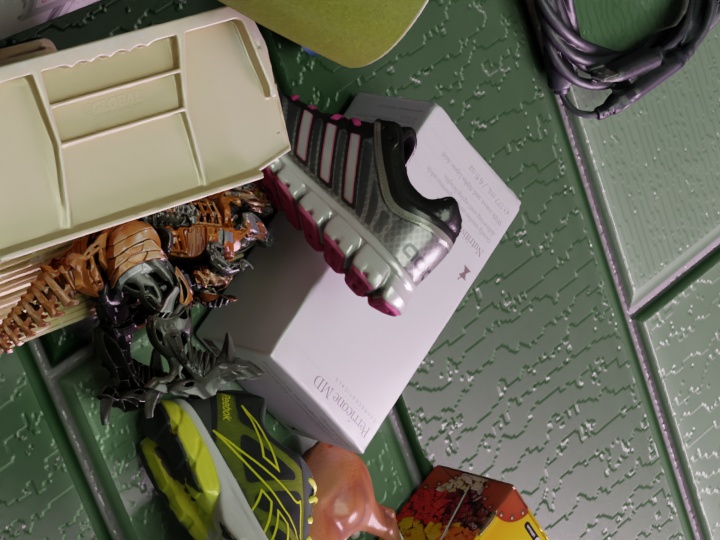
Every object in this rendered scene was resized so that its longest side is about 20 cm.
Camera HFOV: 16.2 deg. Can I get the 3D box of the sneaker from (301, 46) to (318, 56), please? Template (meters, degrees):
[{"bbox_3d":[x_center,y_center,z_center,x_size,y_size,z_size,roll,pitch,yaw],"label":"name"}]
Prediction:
[{"bbox_3d":[-0.016,-0.198,1.500,0.200,0.077,0.071,69,11,-60],"label":"sneaker"}]

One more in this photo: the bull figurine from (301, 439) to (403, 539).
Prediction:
[{"bbox_3d":[-0.052,0.198,1.590,0.200,0.065,0.122,-48,128,-22],"label":"bull figurine"}]

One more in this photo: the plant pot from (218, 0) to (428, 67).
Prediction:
[{"bbox_3d":[-0.066,-0.218,1.254,0.199,0.187,0.188,15,87,-23],"label":"plant pot"}]

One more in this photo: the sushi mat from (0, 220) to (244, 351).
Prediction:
[{"bbox_3d":[-0.156,-0.023,1.499,0.199,0.012,0.096,-22,112,-36],"label":"sushi mat"}]

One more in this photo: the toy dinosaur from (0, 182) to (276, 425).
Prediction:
[{"bbox_3d":[-0.130,0.012,1.478,0.199,0.102,0.137,-20,96,-18],"label":"toy dinosaur"}]

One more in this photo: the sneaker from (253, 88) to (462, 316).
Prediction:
[{"bbox_3d":[-0.013,-0.068,1.514,0.087,0.200,0.074,-38,161,-11],"label":"sneaker"}]

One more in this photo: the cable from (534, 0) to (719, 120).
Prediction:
[{"bbox_3d":[0.188,-0.209,1.751,0.200,0.051,0.164,-36,113,-28],"label":"cable"}]

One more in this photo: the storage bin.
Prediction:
[{"bbox_3d":[-0.173,-0.072,1.345,0.198,0.199,0.094,-20,101,-37],"label":"storage bin"}]

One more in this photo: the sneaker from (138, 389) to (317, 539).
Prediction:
[{"bbox_3d":[-0.053,0.153,1.519,0.084,0.075,0.201,-21,75,-32],"label":"sneaker"}]

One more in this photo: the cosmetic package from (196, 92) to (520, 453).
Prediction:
[{"bbox_3d":[0.000,0.000,1.592,0.113,0.081,0.201,46,67,-37],"label":"cosmetic package"}]

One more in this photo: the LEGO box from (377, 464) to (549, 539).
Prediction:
[{"bbox_3d":[0.080,0.256,1.702,0.149,0.077,0.200,-49,125,-24],"label":"LEGO box"}]

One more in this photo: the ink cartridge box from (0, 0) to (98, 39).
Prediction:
[{"bbox_3d":[-0.161,-0.214,1.374,0.199,0.083,0.147,-28,157,-35],"label":"ink cartridge box"}]
